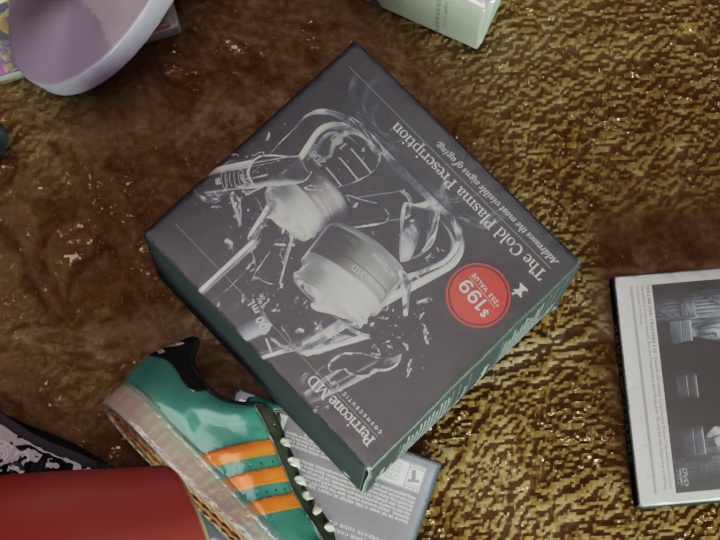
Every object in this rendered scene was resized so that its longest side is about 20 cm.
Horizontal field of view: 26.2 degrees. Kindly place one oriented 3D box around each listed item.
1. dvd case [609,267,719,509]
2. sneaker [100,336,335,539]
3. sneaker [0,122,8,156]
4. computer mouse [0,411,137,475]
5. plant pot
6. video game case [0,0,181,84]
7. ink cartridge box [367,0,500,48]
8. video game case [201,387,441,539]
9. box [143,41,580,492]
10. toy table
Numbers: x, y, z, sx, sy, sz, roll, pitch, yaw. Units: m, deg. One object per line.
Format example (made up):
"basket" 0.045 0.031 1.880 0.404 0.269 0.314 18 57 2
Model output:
"dvd case" 0.268 0.071 1.002 0.198 0.025 0.152 -5 80 -1
"sneaker" -0.062 0.124 0.947 0.200 0.071 0.080 45 72 0
"sneaker" -0.326 -0.056 1.000 0.199 0.066 0.079 -33 78 -6
"computer mouse" -0.216 0.148 0.973 0.199 0.053 0.139 31 82 -6
"plant pot" -0.174 0.200 0.863 0.176 0.200 0.202 -12 79 -21
"video game case" -0.236 -0.202 1.051 0.198 0.018 0.144 -16 80 -3
"ink cartridge box" 0.022 -0.259 1.031 0.199 0.084 0.146 25 81 5
"video game case" -0.048 0.193 0.979 0.142 0.019 0.201 20 81 3
"box" 0.000 0.000 0.963 0.182 0.104 0.200 -44 80 -11
"toy table" -0.183 -0.223 0.963 0.183 0.117 0.202 9 79 30
